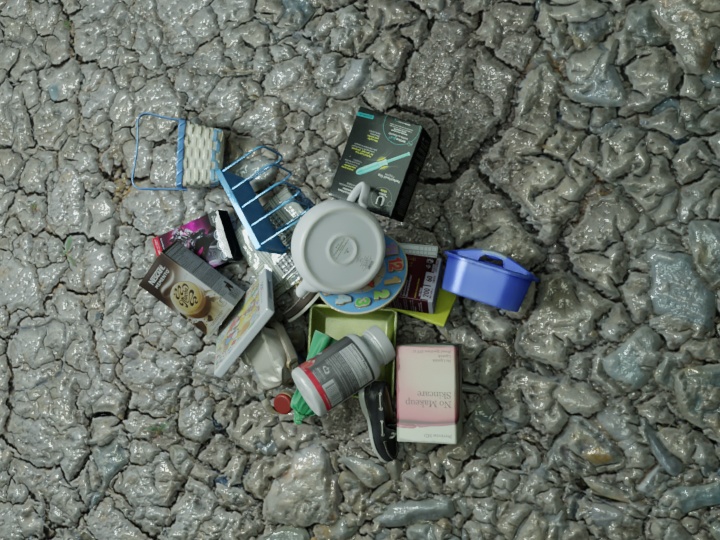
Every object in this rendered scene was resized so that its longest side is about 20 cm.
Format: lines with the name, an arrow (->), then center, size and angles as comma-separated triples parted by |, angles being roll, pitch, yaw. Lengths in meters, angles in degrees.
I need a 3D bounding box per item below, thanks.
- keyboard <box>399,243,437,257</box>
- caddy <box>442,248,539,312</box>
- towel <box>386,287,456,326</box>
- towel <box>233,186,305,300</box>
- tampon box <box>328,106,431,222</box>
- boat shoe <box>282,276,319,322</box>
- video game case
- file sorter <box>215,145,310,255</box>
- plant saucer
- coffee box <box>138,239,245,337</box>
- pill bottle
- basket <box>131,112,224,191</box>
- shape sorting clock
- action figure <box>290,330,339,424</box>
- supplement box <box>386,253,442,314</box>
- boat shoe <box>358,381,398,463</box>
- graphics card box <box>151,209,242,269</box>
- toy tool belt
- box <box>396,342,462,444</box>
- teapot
keyboard -> 0.070, -0.034, 1.486 | 0.200, 0.011, 0.056 | 5, 89, 14
caddy -> 0.261, 0.010, 1.369 | 0.200, 0.141, 0.105 | 18, 95, 14
towel -> 0.102, 0.056, 1.446 | 0.200, 0.018, 0.086 | 19, 65, 18
towel -> -0.184, -0.060, 1.540 | 0.193, 0.035, 0.200 | -39, 80, 10
tampon box -> 0.045, -0.224, 1.440 | 0.150, 0.126, 0.200 | 21, 94, 15
boat shoe -> -0.108, 0.029, 1.489 | 0.060, 0.072, 0.200 | 42, 100, -15
video game case -> -0.258, 0.112, 1.476 | 0.023, 0.182, 0.200 | 32, 108, -23
file sorter -> -0.196, -0.154, 1.465 | 0.123, 0.139, 0.200 | -32, 79, 12
plant saucer -> -0.016, 0.178, 1.481 | 0.200, 0.048, 0.200 | 3, 89, 14
coffee box -> -0.381, 0.041, 1.519 | 0.200, 0.080, 0.113 | 37, 116, -7
pill bottle -> -0.030, 0.198, 1.363 | 0.200, 0.111, 0.111 | -31, 79, -18
basket -> -0.419, -0.264, 1.544 | 0.200, 0.139, 0.177 | 6, 89, -16
shape sorting clock -> 0.000, 0.000, 1.392 | 0.200, 0.039, 0.200 | -5, 59, 8
action figure -> -0.094, 0.237, 1.431 | 0.118, 0.055, 0.200 | 28, 86, -20
supplement box -> 0.068, 0.020, 1.427 | 0.200, 0.061, 0.109 | 7, 61, 14
boat shoe -> 0.053, 0.321, 1.419 | 0.060, 0.074, 0.200 | -8, 107, 25
graphics card box -> -0.385, -0.050, 1.574 | 0.200, 0.051, 0.126 | -20, 84, 18
toy tool belt -> -0.175, 0.209, 1.489 | 0.125, 0.123, 0.200 | -27, 86, 26
box -> 0.146, 0.253, 1.405 | 0.128, 0.109, 0.200 | -1, 87, 14
teapot -> -0.050, -0.055, 1.332 | 0.200, 0.146, 0.198 | -18, 105, -11
